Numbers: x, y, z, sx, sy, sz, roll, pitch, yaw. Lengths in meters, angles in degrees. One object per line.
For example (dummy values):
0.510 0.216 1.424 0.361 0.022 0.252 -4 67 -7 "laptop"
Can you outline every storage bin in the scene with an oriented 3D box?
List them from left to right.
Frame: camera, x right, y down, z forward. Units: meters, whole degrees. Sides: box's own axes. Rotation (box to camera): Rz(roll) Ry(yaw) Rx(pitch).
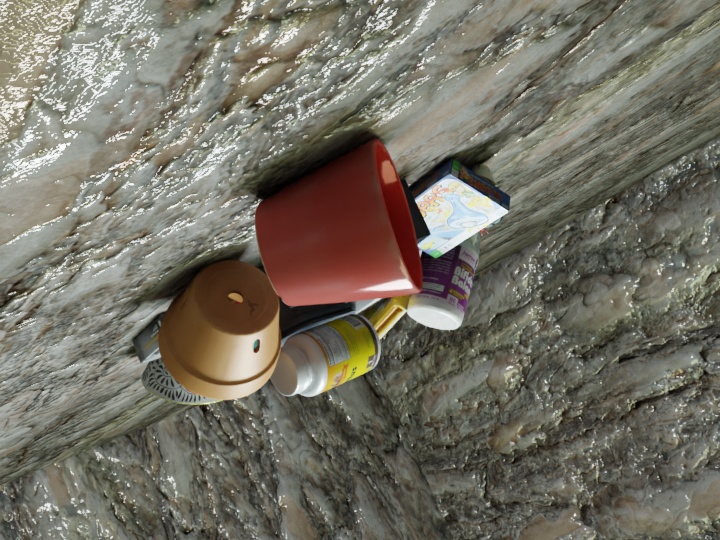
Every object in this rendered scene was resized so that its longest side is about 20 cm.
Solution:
-0.123 0.054 1.604 0.144 0.136 0.199 -30 170 29 "storage bin"

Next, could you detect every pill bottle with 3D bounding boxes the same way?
-0.064 0.152 1.532 0.198 0.111 0.109 -18 169 -44 "pill bottle"
0.163 0.001 1.671 0.110 0.203 0.113 15 161 6 "pill bottle"

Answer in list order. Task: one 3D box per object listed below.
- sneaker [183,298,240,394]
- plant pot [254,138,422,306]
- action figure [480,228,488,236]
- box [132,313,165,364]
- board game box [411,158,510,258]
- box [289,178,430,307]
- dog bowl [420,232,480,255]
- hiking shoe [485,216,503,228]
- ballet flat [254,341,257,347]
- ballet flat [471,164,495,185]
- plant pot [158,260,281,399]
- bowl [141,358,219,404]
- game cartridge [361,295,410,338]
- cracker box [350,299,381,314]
-0.275 0.122 1.484 0.114 0.079 0.201 4 -138 24 "sneaker"
-0.029 -0.045 1.125 0.175 0.204 0.200 -16 174 11 "plant pot"
0.181 -0.092 1.776 0.198 0.100 0.065 -29 173 8 "action figure"
-0.308 0.101 1.635 0.198 0.049 0.158 -19 169 -40 "box"
0.143 -0.103 1.512 0.134 0.035 0.199 28 143 -22 "board game box"
-0.022 -0.042 1.414 0.198 0.105 0.182 -21 169 -34 "box"
0.169 -0.033 1.916 0.196 0.060 0.201 -3 152 -2 "dog bowl"
0.214 -0.106 1.930 0.199 0.075 0.086 -33 150 29 "hiking shoe"
-0.274 0.150 1.683 0.070 0.070 0.198 -5 -171 43 "ballet flat"
0.208 -0.151 1.589 0.200 0.067 0.076 120 -9 -82 "ballet flat"
-0.209 0.079 1.372 0.198 0.201 0.141 -20 153 -34 "plant pot"
-0.336 0.179 1.753 0.197 0.096 0.201 8 -160 -3 "bowl"
0.047 0.055 1.706 0.177 0.032 0.201 -50 -163 37 "game cartridge"
0.000 0.000 1.642 0.057 0.136 0.200 -21 171 -31 "cracker box"
